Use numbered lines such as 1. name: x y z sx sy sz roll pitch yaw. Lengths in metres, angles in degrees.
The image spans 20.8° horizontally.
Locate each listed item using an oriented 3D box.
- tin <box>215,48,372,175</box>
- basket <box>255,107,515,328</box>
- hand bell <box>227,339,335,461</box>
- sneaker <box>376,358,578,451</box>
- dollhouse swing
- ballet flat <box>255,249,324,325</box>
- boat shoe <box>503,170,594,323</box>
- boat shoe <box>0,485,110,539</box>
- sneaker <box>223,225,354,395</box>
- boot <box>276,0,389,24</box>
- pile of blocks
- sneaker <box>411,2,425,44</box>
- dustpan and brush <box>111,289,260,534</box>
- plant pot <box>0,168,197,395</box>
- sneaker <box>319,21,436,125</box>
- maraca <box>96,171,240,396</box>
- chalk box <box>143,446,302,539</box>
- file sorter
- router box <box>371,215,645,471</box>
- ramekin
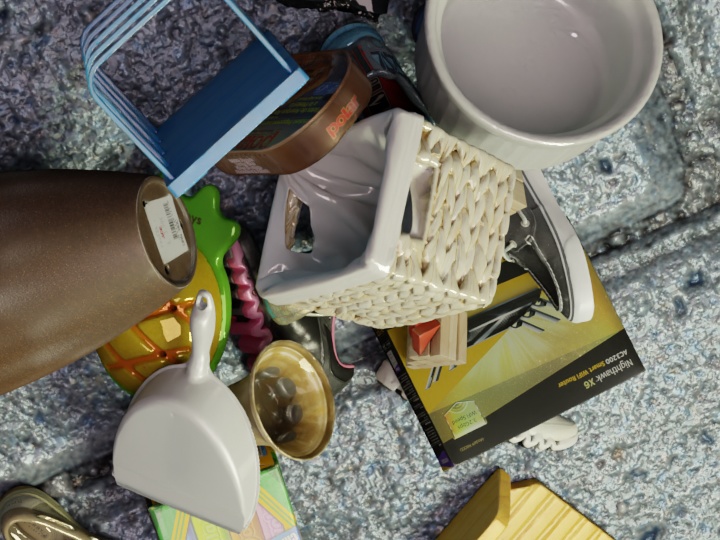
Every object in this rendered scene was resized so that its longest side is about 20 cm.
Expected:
1. tin: -0.065 -0.128 1.615 0.112 0.200 0.042 -49 115 -19
2. basket: 0.020 -0.034 1.580 0.123 0.200 0.136 19 74 -27
3. hand bell: -0.131 0.133 1.710 0.200 0.104 0.104 -18 116 36
4. sneaker: 0.117 0.106 1.795 0.200 0.075 0.081 24 90 -15
5. dollhouse swing: 0.171 0.327 1.820 0.200 0.176 0.182 38 97 -19
6. ballet flat: 0.000 0.000 1.710 0.200 0.071 0.071 -18 112 -29
7. boat shoe: 0.139 -0.036 1.702 0.068 0.072 0.200 -17 66 -13
8. boat shoe: -0.246 0.272 1.771 0.200 0.065 0.072 41 95 -20
9. sneaker: -0.067 0.038 1.742 0.095 0.079 0.200 -34 113 -24
10. boot: -0.049 -0.303 1.623 0.200 0.076 0.168 13 101 -22
11. pile of blocks: 0.071 -0.012 1.664 0.062 0.082 0.200 22 89 -47
12. sneaker: 0.134 -0.172 1.703 0.200 0.082 0.074 33 100 -17
13. dustpan and brush: -0.140 0.108 1.625 0.139 0.057 0.200 19 129 21
14. plant pot: -0.240 -0.008 1.582 0.200 0.187 0.187 -15 112 22
15. sneaker: 0.030 -0.114 1.679 0.079 0.096 0.200 -36 127 1
16. maraca: -0.167 0.016 1.681 0.137 0.107 0.200 18 103 21
17. chalk box: -0.110 0.255 1.765 0.124 0.124 0.200 -19 111 -5
18. file sorter: -0.145 -0.168 1.583 0.139 0.200 0.123 -42 108 3
19. router box: 0.129 0.065 1.743 0.200 0.052 0.157 -26 84 -13
20. ramekin: 0.140 -0.181 1.622 0.200 0.098 0.201 4 72 -11
